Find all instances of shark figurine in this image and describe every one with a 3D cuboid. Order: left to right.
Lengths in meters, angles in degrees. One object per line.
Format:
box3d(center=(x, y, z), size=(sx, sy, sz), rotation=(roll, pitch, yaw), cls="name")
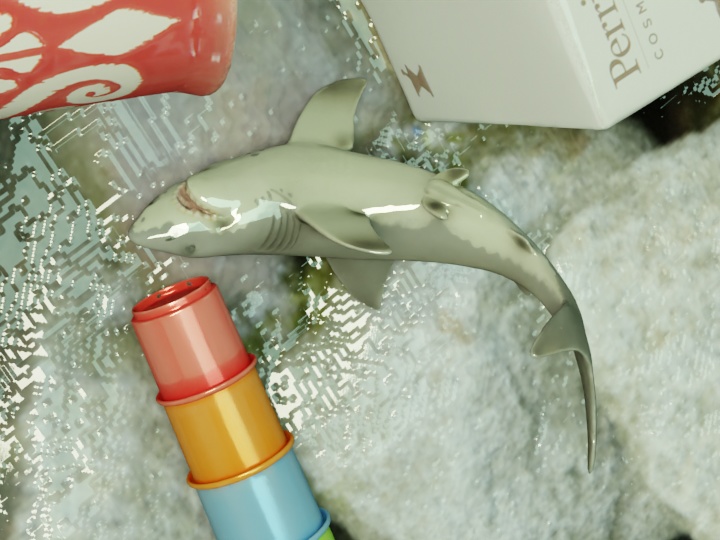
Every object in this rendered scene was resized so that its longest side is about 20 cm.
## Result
box3d(center=(0.022, -0.002, 0.853), size=(0.090, 0.214, 0.128), rotation=(96, 21, -44), cls="shark figurine")

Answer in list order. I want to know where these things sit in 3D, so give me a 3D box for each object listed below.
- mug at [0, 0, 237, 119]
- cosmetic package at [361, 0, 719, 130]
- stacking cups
box3d(center=(-0.161, -0.108, 0.626), size=(0.199, 0.178, 0.134), rotation=(-15, 119, -18), cls="mug")
box3d(center=(0.104, -0.178, 0.839), size=(0.200, 0.166, 0.168), rotation=(-32, 108, -20), cls="cosmetic package")
box3d(center=(-0.040, 0.099, 0.853), size=(0.060, 0.060, 0.201), rotation=(-25, 104, -23), cls="stacking cups")
